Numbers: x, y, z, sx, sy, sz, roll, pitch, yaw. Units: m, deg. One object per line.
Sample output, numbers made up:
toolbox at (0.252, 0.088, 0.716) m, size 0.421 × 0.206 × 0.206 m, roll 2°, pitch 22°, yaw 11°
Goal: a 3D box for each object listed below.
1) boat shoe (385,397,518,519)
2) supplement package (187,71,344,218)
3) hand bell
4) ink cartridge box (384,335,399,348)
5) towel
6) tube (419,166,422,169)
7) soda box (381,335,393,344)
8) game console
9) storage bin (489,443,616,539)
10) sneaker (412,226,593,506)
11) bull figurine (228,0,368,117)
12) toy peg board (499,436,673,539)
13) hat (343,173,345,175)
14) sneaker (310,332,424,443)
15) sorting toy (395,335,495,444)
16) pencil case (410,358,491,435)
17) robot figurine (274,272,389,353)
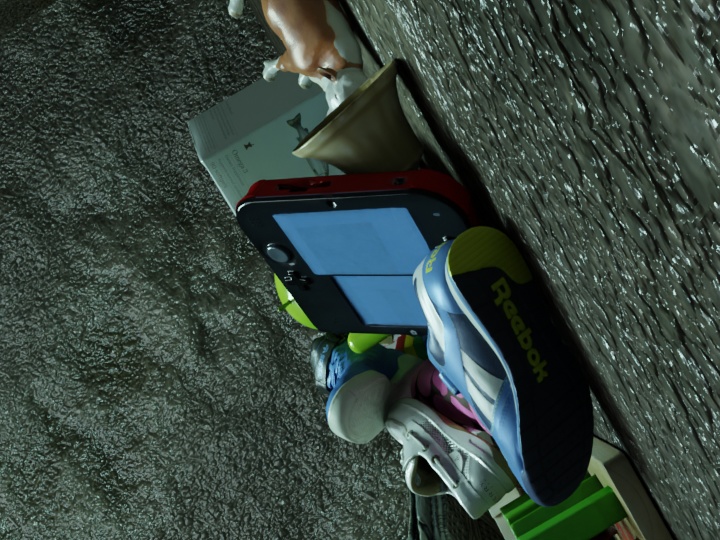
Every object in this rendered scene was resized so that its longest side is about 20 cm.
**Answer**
boat shoe at (0.066, 0.175, 0.941) m, size 0.071 × 0.069 × 0.200 m, roll 49°, pitch 166°, yaw -20°
supplement package at (-0.087, -0.160, 1.208) m, size 0.117 × 0.199 × 0.118 m, roll 59°, pitch -179°, yaw -35°
hand bell at (0.051, -0.051, 0.782) m, size 0.200 × 0.104 × 0.104 m, roll 48°, pitch -178°, yaw -11°
ink cartridge box at (0.088, 0.097, 1.401) m, size 0.084 × 0.144 × 0.200 m, roll 62°, pitch 180°, yaw -11°
towel at (0.122, 0.276, 1.033) m, size 0.200 × 0.034 × 0.193 m, roll 44°, pitch -158°, yaw -17°
tube at (0.031, -0.110, 1.016) m, size 0.201 × 0.050 × 0.078 m, roll -113°, pitch 13°, yaw -56°
soda box at (0.014, -0.002, 1.212) m, size 0.201 × 0.063 × 0.068 m, roll -80°, pitch -16°, yaw -52°
game console at (0.014, -0.004, 0.783) m, size 0.178 × 0.198 × 0.031 m, roll 61°, pitch -138°, yaw -39°
storage bin at (0.187, 0.283, 0.994) m, size 0.198 × 0.093 × 0.201 m, roll 26°, pitch -149°, yaw -53°
sneaker at (0.098, 0.067, 0.704) m, size 0.082 × 0.073 × 0.202 m, roll -13°, pitch 101°, yaw 58°
bull figurine at (-0.054, -0.220, 0.903) m, size 0.121 × 0.065 × 0.202 m, roll -16°, pitch 98°, yaw 57°
toy peg board at (0.195, 0.244, 0.799) m, size 0.201 × 0.097 × 0.200 m, roll 61°, pitch -179°, yaw 4°
hat at (0.035, 0.000, 0.889) m, size 0.200 × 0.081 × 0.201 m, roll 41°, pitch 163°, yaw 15°
sneaker at (-0.016, 0.113, 1.039) m, size 0.110 × 0.078 × 0.200 m, roll 19°, pitch -164°, yaw 21°
sorting toy at (0.098, 0.124, 1.209) m, size 0.199 × 0.069 × 0.202 m, roll -66°, pitch -48°, yaw -78°
pencil case at (0.115, 0.119, 0.954) m, size 0.200 × 0.090 × 0.095 m, roll 149°, pitch 104°, yaw -77°
robot figurine at (0.000, 0.000, 1.047) m, size 0.116 × 0.198 × 0.177 m, roll 121°, pitch 139°, yaw -52°
